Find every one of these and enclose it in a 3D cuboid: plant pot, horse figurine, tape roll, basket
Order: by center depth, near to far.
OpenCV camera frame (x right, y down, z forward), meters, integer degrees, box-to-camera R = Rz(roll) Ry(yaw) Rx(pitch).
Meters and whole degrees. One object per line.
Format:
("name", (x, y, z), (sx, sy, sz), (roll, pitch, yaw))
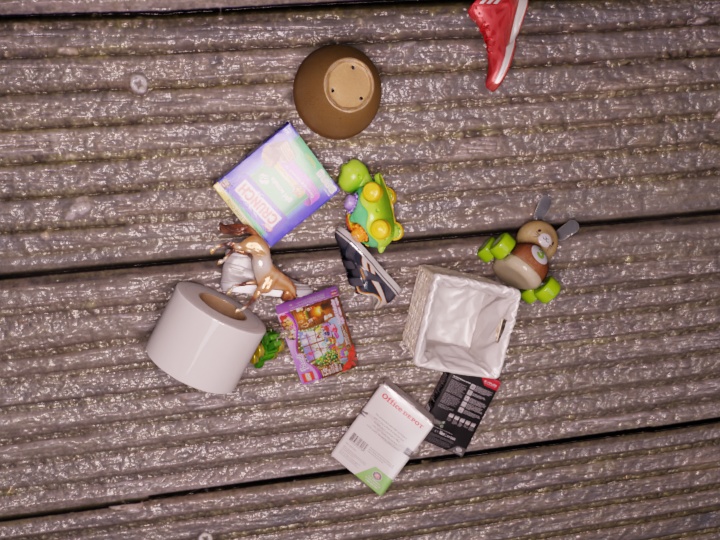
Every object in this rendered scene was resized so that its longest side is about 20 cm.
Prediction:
("plant pot", (-0.032, -0.347, 1.193), (0.183, 0.200, 0.190), (-2, 102, -9))
("horse figurine", (-0.216, -0.010, 1.242), (0.131, 0.050, 0.203), (-21, 100, -5))
("tape roll", (-0.307, 0.132, 1.250), (0.201, 0.203, 0.141), (29, 97, -13))
("basket", (0.210, 0.103, 1.343), (0.197, 0.161, 0.202), (11, 100, -10))

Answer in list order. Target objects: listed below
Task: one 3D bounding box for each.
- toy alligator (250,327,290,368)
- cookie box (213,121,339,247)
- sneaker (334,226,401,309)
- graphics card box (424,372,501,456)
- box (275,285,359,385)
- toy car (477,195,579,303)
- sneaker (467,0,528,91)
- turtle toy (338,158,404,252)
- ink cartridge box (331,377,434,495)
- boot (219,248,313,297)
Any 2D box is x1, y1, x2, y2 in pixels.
("toy alligator", (-0.193, 0.147, 1.309), (0.059, 0.200, 0.055), (-11, 67, -33))
("cookie box", (-0.171, -0.172, 1.272), (0.199, 0.075, 0.172), (-38, 106, 2))
("sneaker", (0.000, 0.000, 1.332), (0.079, 0.078, 0.200), (-43, 106, -4))
("graphics card box", (0.224, 0.316, 1.446), (0.124, 0.051, 0.202), (24, 96, -12))
("box", (-0.089, 0.142, 1.338), (0.135, 0.039, 0.202), (-18, 123, -4))
("toy car", (0.384, -0.057, 1.351), (0.164, 0.158, 0.201), (42, 82, -4))
("sneaker", (0.262, -0.479, 1.284), (0.114, 0.078, 0.203), (17, 87, -3))
("turtle toy", (0.015, -0.134, 1.287), (0.100, 0.145, 0.204), (-14, 86, 18))
("ink cartridge box", (0.052, 0.367, 1.393), (0.145, 0.084, 0.201), (37, 95, 7))
("boot", (-0.191, 0.004, 1.310), (0.197, 0.073, 0.097), (7, 87, -21))
